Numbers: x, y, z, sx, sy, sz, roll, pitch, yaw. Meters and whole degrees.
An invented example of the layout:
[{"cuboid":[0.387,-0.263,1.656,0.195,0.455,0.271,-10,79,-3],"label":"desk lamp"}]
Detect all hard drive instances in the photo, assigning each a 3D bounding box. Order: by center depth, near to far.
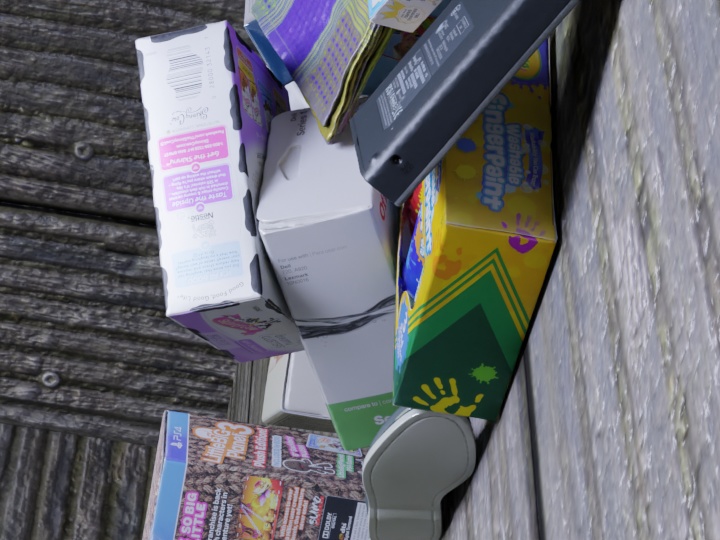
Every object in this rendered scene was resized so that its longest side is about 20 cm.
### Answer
[{"cuboid":[0.072,-0.138,1.349,0.200,0.033,0.140,-49,14,12],"label":"hard drive"}]

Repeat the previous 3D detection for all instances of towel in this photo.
[{"cuboid":[-0.021,-0.194,1.604,0.144,0.023,0.200,-63,31,27],"label":"towel"}]

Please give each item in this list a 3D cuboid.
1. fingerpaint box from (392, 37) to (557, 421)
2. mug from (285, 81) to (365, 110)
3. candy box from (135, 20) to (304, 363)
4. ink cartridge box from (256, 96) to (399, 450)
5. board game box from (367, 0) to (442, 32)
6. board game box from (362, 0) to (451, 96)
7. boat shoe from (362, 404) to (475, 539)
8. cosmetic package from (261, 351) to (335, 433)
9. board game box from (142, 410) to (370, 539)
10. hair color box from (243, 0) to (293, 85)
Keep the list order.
[{"cuboid":[0.069,-0.037,1.464,0.167,0.073,0.201,105,171,-45],"label":"fingerpaint box"},{"cuboid":[-0.021,-0.108,1.832,0.187,0.149,0.154,-98,25,-49],"label":"mug"},{"cuboid":[-0.090,-0.051,1.624,0.168,0.071,0.201,45,-145,-71],"label":"candy box"},{"cuboid":[0.000,0.000,1.619,0.146,0.084,0.201,-86,-19,-53],"label":"ink cartridge box"},{"cuboid":[0.062,-0.259,1.431,0.200,0.034,0.135,-43,43,48],"label":"board game box"},{"cuboid":[0.067,-0.225,1.623,0.103,0.104,0.201,-90,12,-56],"label":"board game box"},{"cuboid":[0.036,0.122,1.553,0.200,0.072,0.062,100,173,-59],"label":"boat shoe"},{"cuboid":[-0.025,0.093,2.021,0.200,0.103,0.088,145,133,-80],"label":"cosmetic package"},{"cuboid":[-0.064,0.210,1.746,0.097,0.199,0.160,-100,20,-72],"label":"board game box"},{"cuboid":[0.011,-0.223,1.750,0.061,0.199,0.100,58,-169,-22],"label":"hair color box"}]
